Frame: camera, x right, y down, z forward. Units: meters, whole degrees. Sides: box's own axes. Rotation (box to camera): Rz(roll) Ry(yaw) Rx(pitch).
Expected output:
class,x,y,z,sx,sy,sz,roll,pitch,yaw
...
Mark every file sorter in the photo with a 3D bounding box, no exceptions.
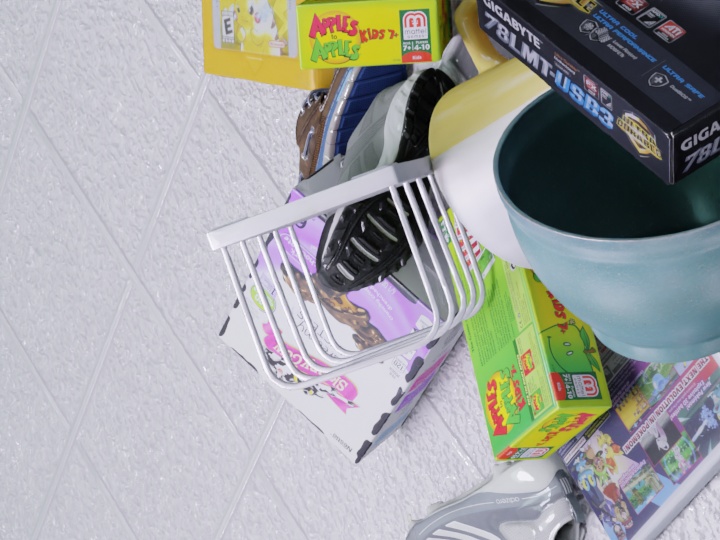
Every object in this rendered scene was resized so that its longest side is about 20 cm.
class,x,y,z,sx,sy,sz,roll,pitch,yaw
file sorter,0.000,0.000,1.542,0.138,0.200,0.125,-20,91,13

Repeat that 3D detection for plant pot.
class,x,y,z,sx,sy,sz,roll,pitch,yaw
plant pot,0.193,-0.027,1.395,0.200,0.200,0.135,31,145,45

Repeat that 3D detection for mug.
class,x,y,z,sx,sy,sz,roll,pitch,yaw
mug,0.139,-0.111,1.538,0.187,0.150,0.153,44,135,-12

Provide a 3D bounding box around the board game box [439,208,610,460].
class,x,y,z,sx,sy,sz,roll,pitch,yaw
board game box,0.120,0.029,1.637,0.102,0.047,0.201,-48,49,54

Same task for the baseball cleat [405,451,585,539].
class,x,y,z,sx,sy,sz,roll,pitch,yaw
baseball cleat,0.105,0.216,1.745,0.200,0.069,0.107,-44,64,50

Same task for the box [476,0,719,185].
class,x,y,z,sx,sy,sz,roll,pitch,yaw
box,0.208,-0.166,1.390,0.200,0.198,0.050,45,158,38

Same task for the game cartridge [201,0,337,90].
class,x,y,z,sx,sy,sz,roll,pitch,yaw
game cartridge,-0.085,-0.264,1.902,0.176,0.032,0.201,14,112,51

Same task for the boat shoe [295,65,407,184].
class,x,y,z,sx,sy,sz,roll,pitch,yaw
boat shoe,-0.020,-0.116,1.820,0.072,0.072,0.201,48,134,37

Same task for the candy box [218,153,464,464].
class,x,y,z,sx,sy,sz,roll,pitch,yaw
candy box,-0.009,0.035,1.802,0.168,0.071,0.200,41,136,12

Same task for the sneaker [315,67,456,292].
class,x,y,z,sx,sy,sz,roll,pitch,yaw
sneaker,0.014,-0.066,1.715,0.074,0.201,0.079,42,149,-29

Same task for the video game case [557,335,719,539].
class,x,y,z,sx,sy,sz,roll,pitch,yaw
video game case,0.202,0.086,1.618,0.183,0.023,0.200,60,139,24

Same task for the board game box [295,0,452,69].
class,x,y,z,sx,sy,sz,roll,pitch,yaw
board game box,0.014,-0.185,1.639,0.200,0.101,0.048,-65,-28,-78
